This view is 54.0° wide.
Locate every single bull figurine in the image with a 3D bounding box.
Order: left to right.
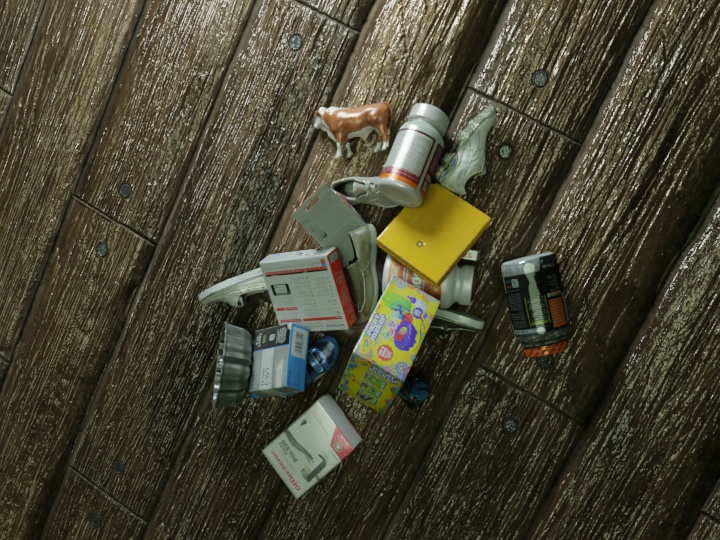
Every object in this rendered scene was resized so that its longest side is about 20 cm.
[{"bbox_3d":[-0.017,-0.325,1.619,0.194,0.065,0.126,-7,95,18],"label":"bull figurine"}]

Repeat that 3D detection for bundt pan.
[{"bbox_3d":[-0.300,0.228,1.676,0.073,0.202,0.209,9,97,-13],"label":"bundt pan"}]

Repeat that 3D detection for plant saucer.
[{"bbox_3d":[-0.011,0.061,1.655,0.194,0.037,0.208,1,93,16],"label":"plant saucer"}]

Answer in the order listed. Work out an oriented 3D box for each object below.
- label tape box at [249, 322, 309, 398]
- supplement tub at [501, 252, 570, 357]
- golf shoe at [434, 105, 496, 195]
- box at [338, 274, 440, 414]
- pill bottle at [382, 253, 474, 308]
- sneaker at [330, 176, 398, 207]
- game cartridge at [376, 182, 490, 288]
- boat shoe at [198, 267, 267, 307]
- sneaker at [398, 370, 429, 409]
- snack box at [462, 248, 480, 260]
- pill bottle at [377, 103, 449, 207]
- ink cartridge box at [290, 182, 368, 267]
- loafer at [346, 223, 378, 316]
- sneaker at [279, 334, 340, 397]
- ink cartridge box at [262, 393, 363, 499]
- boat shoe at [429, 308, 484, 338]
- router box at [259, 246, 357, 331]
[{"bbox_3d":[-0.210,0.214,1.647,0.196,0.065,0.148,-14,64,39],"label":"label tape box"},{"bbox_3d":[0.375,0.072,1.501,0.119,0.122,0.207,-11,90,16],"label":"supplement tub"},{"bbox_3d":[0.250,-0.261,1.554,0.096,0.079,0.202,34,107,-7],"label":"golf shoe"},{"bbox_3d":[0.058,0.159,1.490,0.120,0.194,0.203,27,59,5],"label":"box"},{"bbox_3d":[0.151,0.022,1.563,0.193,0.112,0.116,6,95,11],"label":"pill bottle"},{"bbox_3d":[0.023,-0.180,1.601,0.194,0.092,0.078,-4,91,15],"label":"sneaker"},{"bbox_3d":[0.160,-0.084,1.540,0.175,0.033,0.200,36,70,23],"label":"game cartridge"},{"bbox_3d":[-0.303,0.056,1.723,0.195,0.071,0.072,-21,85,9],"label":"boat shoe"},{"bbox_3d":[0.077,0.228,1.616,0.072,0.083,0.202,-23,68,-24],"label":"sneaker"},{"bbox_3d":[0.168,-0.049,1.578,0.194,0.072,0.025,10,96,15],"label":"snack box"},{"bbox_3d":[0.118,-0.250,1.537,0.107,0.110,0.205,20,77,13],"label":"pill bottle"},{"bbox_3d":[-0.062,-0.109,1.584,0.109,0.051,0.200,-41,126,7],"label":"ink cartridge box"},{"bbox_3d":[0.000,0.000,1.580,0.067,0.075,0.207,-2,93,-13],"label":"loafer"},{"bbox_3d":[-0.126,0.234,1.674,0.200,0.082,0.074,-44,81,12],"label":"sneaker"},{"bbox_3d":[-0.115,0.417,1.681,0.199,0.085,0.147,-42,82,16],"label":"ink cartridge box"},{"bbox_3d":[0.182,0.117,1.590,0.195,0.070,0.066,11,96,23],"label":"boat shoe"},{"bbox_3d":[-0.121,0.048,1.625,0.195,0.049,0.184,-5,111,31],"label":"router box"}]
